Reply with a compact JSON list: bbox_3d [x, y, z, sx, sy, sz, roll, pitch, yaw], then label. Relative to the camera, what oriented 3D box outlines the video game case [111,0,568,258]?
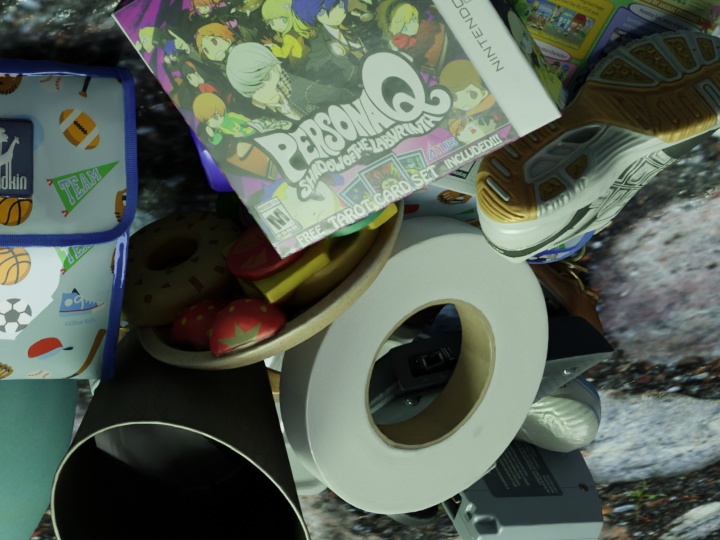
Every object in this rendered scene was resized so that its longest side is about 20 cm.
[{"bbox_3d":[-0.012,-0.123,1.191,0.199,0.036,0.182,-26,110,24],"label":"video game case"}]

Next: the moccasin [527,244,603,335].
[{"bbox_3d":[0.142,0.016,1.607,0.073,0.078,0.201,-9,161,27],"label":"moccasin"}]

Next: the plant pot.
[{"bbox_3d":[-0.295,0.139,1.497,0.198,0.136,0.200,-7,174,-1],"label":"plant pot"}]

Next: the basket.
[{"bbox_3d":[-0.112,0.119,1.356,0.136,0.200,0.180,-42,110,15],"label":"basket"}]

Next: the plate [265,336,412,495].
[{"bbox_3d":[-0.046,0.102,1.591,0.199,0.032,0.201,3,122,-50],"label":"plate"}]

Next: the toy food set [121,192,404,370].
[{"bbox_3d":[-0.061,-0.014,1.330,0.197,0.200,0.049,-37,119,-10],"label":"toy food set"}]

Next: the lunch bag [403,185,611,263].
[{"bbox_3d":[0.087,-0.056,1.435,0.199,0.076,0.160,1,152,-24],"label":"lunch bag"}]

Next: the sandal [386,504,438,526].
[{"bbox_3d":[0.019,0.158,1.693,0.045,0.200,0.075,-42,109,11],"label":"sandal"}]

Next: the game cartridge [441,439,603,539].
[{"bbox_3d":[0.113,0.150,1.706,0.132,0.200,0.042,5,125,-28],"label":"game cartridge"}]

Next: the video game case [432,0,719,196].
[{"bbox_3d":[0.122,-0.122,1.288,0.199,0.022,0.183,13,115,-44],"label":"video game case"}]

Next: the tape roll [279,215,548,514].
[{"bbox_3d":[0.038,0.064,1.391,0.202,0.037,0.204,-16,120,-31],"label":"tape roll"}]

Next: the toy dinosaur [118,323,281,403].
[{"bbox_3d":[-0.080,0.084,1.481,0.198,0.060,0.107,9,110,-2],"label":"toy dinosaur"}]

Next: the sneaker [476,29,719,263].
[{"bbox_3d":[0.153,-0.076,1.295,0.199,0.076,0.088,-28,153,-13],"label":"sneaker"}]

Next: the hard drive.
[{"bbox_3d":[0.073,0.080,1.529,0.199,0.043,0.135,-8,160,-36],"label":"hard drive"}]

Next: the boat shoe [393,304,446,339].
[{"bbox_3d":[0.000,0.000,1.508,0.059,0.072,0.199,-37,147,25],"label":"boat shoe"}]

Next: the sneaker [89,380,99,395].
[{"bbox_3d":[-0.113,0.090,1.580,0.199,0.109,0.070,-25,151,22],"label":"sneaker"}]

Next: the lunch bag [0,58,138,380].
[{"bbox_3d":[-0.226,-0.033,1.273,0.169,0.124,0.201,-1,122,-20],"label":"lunch bag"}]

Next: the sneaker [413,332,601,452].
[{"bbox_3d":[0.098,0.092,1.693,0.199,0.073,0.072,18,112,-3],"label":"sneaker"}]

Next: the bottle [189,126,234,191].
[{"bbox_3d":[-0.007,-0.107,1.294,0.199,0.066,0.084,-16,159,-3],"label":"bottle"}]
